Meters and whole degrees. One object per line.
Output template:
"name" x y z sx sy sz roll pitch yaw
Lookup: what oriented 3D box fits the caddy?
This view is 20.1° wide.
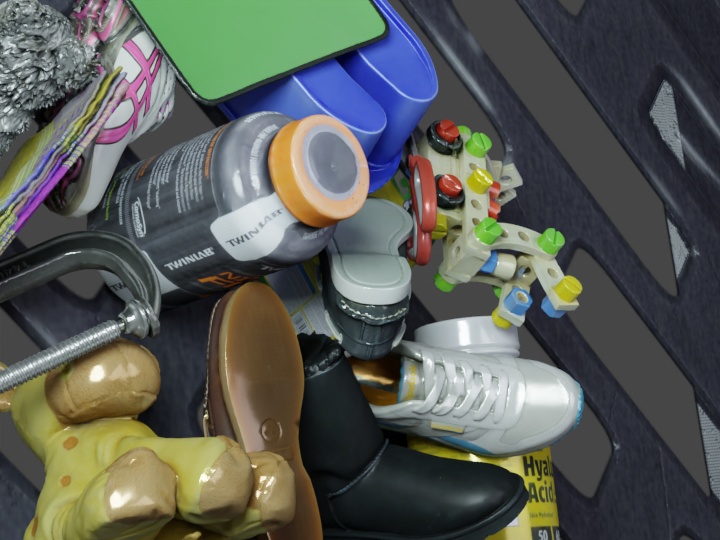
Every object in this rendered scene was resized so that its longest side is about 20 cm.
"caddy" -0.040 -0.147 1.517 0.200 0.105 0.141 50 47 6

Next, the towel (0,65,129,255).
"towel" -0.223 -0.038 1.259 0.023 0.144 0.200 44 48 -14

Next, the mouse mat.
"mouse mat" -0.086 -0.205 1.448 0.200 0.008 0.161 -26 76 -42

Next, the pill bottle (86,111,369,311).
"pill bottle" -0.086 -0.044 1.374 0.106 0.200 0.106 18 64 -41

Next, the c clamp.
"c clamp" -0.203 0.045 1.255 0.200 0.171 0.027 -30 132 -25

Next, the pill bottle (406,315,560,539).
"pill bottle" 0.092 0.141 1.580 0.111 0.111 0.200 4 76 -46

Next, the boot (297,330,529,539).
"boot" 0.004 0.118 1.437 0.073 0.198 0.163 -51 122 -45

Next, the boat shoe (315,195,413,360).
"boat shoe" 0.000 0.000 1.456 0.200 0.075 0.060 -83 180 -68

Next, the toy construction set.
"toy construction set" 0.098 -0.046 1.594 0.131 0.092 0.200 21 27 -20

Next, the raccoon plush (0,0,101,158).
"raccoon plush" -0.235 -0.080 1.276 0.097 0.134 0.200 22 63 -42

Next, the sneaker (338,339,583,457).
"sneaker" 0.063 0.092 1.496 0.081 0.200 0.077 48 47 -75

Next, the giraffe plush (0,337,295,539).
"giraffe plush" -0.159 0.113 1.295 0.172 0.200 0.162 20 47 -54

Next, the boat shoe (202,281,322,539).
"boat shoe" -0.078 0.111 1.369 0.070 0.070 0.200 6 73 -41

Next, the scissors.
"scissors" 0.043 -0.083 1.530 0.200 0.014 0.073 -93 -176 -50

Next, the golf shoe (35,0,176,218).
"golf shoe" -0.164 -0.118 1.408 0.092 0.073 0.200 32 57 -33

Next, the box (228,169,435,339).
"box" -0.024 -0.025 1.553 0.200 0.048 0.117 -40 107 -43
